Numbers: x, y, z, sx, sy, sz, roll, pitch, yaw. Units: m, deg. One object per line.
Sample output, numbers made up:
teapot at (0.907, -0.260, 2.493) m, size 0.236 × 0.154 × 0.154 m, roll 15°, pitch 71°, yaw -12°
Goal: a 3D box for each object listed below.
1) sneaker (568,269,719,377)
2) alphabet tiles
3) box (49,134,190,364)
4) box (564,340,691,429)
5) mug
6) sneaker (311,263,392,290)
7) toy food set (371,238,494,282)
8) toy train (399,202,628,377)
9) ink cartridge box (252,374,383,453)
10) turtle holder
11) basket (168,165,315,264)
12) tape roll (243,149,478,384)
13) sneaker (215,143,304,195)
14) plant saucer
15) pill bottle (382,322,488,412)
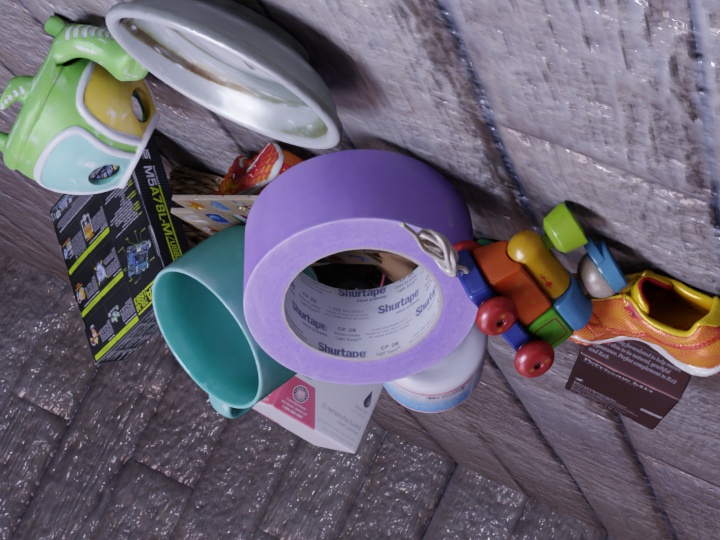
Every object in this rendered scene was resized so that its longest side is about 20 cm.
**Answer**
sneaker at (0.226, 0.025, 1.384) m, size 0.199 × 0.073 × 0.078 m, roll 12°, pitch 141°, yaw 42°
alphabet tiles at (-0.077, -0.038, 1.565) m, size 0.199 × 0.006 × 0.166 m, roll 2°, pitch 162°, yaw 39°
box at (-0.258, -0.025, 1.806) m, size 0.047 × 0.195 × 0.200 m, roll -9°, pitch 160°, yaw -38°
box at (0.253, 0.085, 1.546) m, size 0.099 × 0.075 × 0.200 m, roll 25°, pitch 168°, yaw 9°
mug at (-0.110, 0.040, 1.571) m, size 0.153 × 0.114 × 0.185 m, roll 53°, pitch 149°, yaw 1°
sneaker at (0.000, 0.024, 1.683) m, size 0.099 × 0.071 × 0.199 m, roll 23°, pitch -156°, yaw 37°
toy food set at (0.097, 0.005, 1.613) m, size 0.196 × 0.049 × 0.200 m, roll 22°, pitch 169°, yaw 23°
toy train at (0.125, -0.012, 1.299) m, size 0.200 × 0.115 × 0.085 m, roll 46°, pitch -168°, yaw -45°
ink cartridge box at (-0.037, 0.091, 1.945) m, size 0.145 × 0.202 × 0.084 m, roll 33°, pitch 162°, yaw -35°
turtle holder at (-0.246, -0.154, 1.507) m, size 0.131 × 0.186 × 0.141 m, roll 28°, pitch -158°, yaw -9°
basket at (-0.144, -0.011, 1.857) m, size 0.199 × 0.150 × 0.142 m, roll 15°, pitch 165°, yaw 45°
tape roll at (0.000, 0.000, 1.412) m, size 0.198 × 0.086 × 0.201 m, roll -1°, pitch 136°, yaw -1°
sneaker at (-0.095, -0.070, 1.611) m, size 0.077 × 0.073 × 0.200 m, roll 32°, pitch 169°, yaw -18°
plant saucer at (-0.094, -0.161, 1.260) m, size 0.199 × 0.051 × 0.200 m, roll 26°, pitch 171°, yaw 5°
pill bottle at (0.066, 0.077, 1.602) m, size 0.108 × 0.110 × 0.200 m, roll 25°, pitch 169°, yaw 7°
